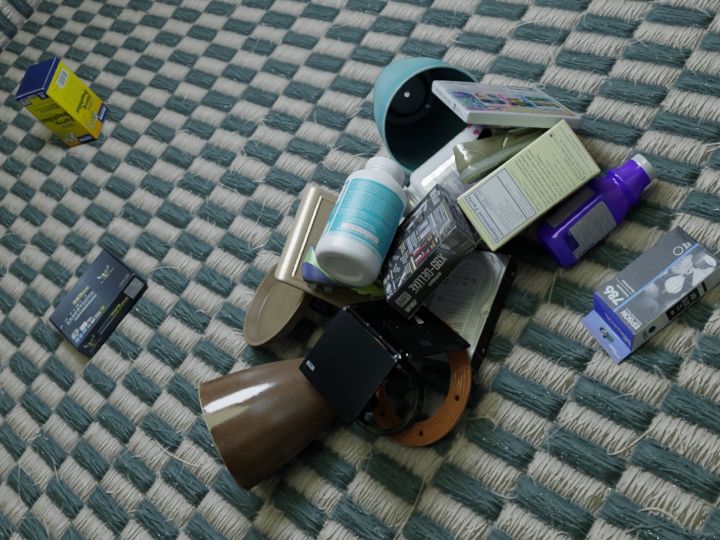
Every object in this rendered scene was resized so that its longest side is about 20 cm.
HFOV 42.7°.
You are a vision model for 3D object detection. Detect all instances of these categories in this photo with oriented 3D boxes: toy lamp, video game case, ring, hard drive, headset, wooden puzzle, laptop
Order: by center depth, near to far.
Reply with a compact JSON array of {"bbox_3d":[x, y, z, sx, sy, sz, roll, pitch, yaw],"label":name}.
[{"bbox_3d":[0.033,0.129,1.388,0.197,0.105,0.177,-8,28,-28],"label":"laptop"},{"bbox_3d":[0.091,0.171,1.433,0.198,0.019,0.204,-14,68,37],"label":"ring"},{"bbox_3d":[0.017,0.173,1.453,0.199,0.094,0.124,38,98,25],"label":"headset"},{"bbox_3d":[0.158,0.060,1.485,0.138,0.038,0.202,9,66,39],"label":"hard drive"},{"bbox_3d":[0.235,-0.272,1.507,0.196,0.024,0.183,1,26,-15],"label":"video game case"},{"bbox_3d":[-0.033,-0.029,1.607,0.037,0.197,0.188,129,161,-67],"label":"wooden puzzle"},{"bbox_3d":[-0.033,-0.017,1.660,0.058,0.058,0.202,18,72,41],"label":"toy lamp"}]

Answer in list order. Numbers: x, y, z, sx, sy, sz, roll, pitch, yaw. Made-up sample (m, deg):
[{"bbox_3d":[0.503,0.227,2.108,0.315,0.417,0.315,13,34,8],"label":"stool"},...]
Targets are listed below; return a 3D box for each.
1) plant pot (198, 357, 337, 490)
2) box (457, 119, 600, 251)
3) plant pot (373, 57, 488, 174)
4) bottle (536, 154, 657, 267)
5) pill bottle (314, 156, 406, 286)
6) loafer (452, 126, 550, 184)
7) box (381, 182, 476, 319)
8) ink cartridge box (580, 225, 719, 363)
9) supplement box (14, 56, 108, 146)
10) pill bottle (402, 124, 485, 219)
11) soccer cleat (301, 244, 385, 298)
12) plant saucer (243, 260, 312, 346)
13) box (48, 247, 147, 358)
[{"bbox_3d":[-0.132,0.225,1.492,0.198,0.188,0.188,-26,47,0],"label":"plant pot"},{"bbox_3d":[0.259,-0.125,1.435,0.199,0.176,0.097,-36,86,7],"label":"box"},{"bbox_3d":[0.109,-0.296,1.675,0.199,0.200,0.188,-39,30,5],"label":"plant pot"},{"bbox_3d":[0.365,-0.096,1.416,0.200,0.084,0.065,-42,45,4],"label":"bottle"},{"bbox_3d":[0.008,-0.085,1.497,0.109,0.111,0.202,3,58,36],"label":"pill bottle"},{"bbox_3d":[0.226,-0.207,1.474,0.198,0.070,0.075,-27,-8,-31],"label":"loafer"},{"bbox_3d":[0.099,-0.036,1.450,0.158,0.050,0.201,-48,19,15],"label":"box"},{"bbox_3d":[0.414,0.033,1.324,0.199,0.039,0.100,-41,46,4],"label":"ink cartridge box"},{"bbox_3d":[-0.761,-0.428,2.356,0.107,0.200,0.111,-9,55,30],"label":"supplement box"},{"bbox_3d":[0.156,-0.150,1.580,0.199,0.113,0.114,-39,45,5],"label":"pill bottle"},{"bbox_3d":[0.000,0.000,1.546,0.065,0.196,0.085,-165,82,-80],"label":"soccer cleat"},{"bbox_3d":[-0.142,0.053,1.666,0.200,0.029,0.202,-40,30,29],"label":"plant saucer"},{"bbox_3d":[-0.565,0.067,1.976,0.201,0.051,0.157,-52,45,-7],"label":"box"}]
